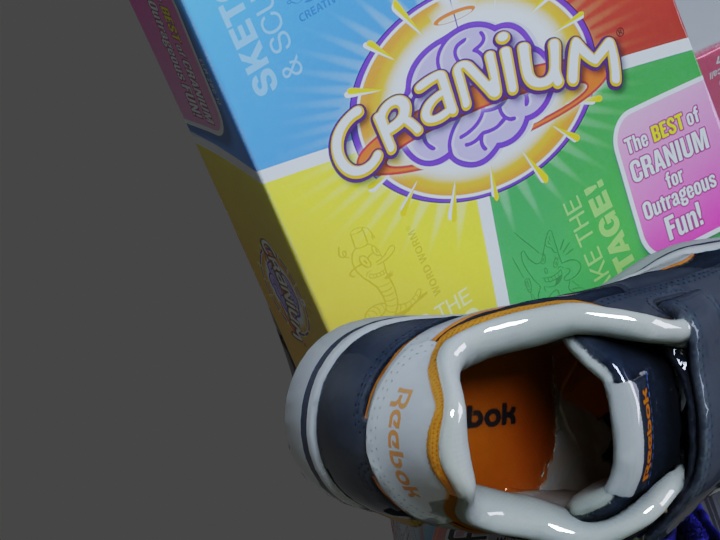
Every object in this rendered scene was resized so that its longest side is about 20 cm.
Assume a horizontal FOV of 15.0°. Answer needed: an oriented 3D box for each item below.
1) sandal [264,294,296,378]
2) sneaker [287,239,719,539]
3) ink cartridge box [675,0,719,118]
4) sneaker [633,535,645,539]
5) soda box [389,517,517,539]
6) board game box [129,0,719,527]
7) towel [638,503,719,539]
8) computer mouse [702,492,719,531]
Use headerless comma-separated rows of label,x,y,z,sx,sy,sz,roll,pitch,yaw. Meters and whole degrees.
sandal,0.000,-0.001,0.942,0.201,0.057,0.080,-55,128,-79
sneaker,0.084,0.038,0.797,0.079,0.200,0.079,10,-71,60
ink cartridge box,0.103,-0.005,1.118,0.085,0.145,0.200,32,-44,46
sneaker,0.075,0.117,0.805,0.200,0.067,0.090,37,23,-59
soda box,0.057,0.052,0.986,0.200,0.068,0.064,102,-19,-54
board game box,0.029,-0.047,0.829,0.040,0.153,0.200,16,-45,60
towel,0.100,0.185,1.029,0.148,0.049,0.200,-41,141,-83
computer mouse,0.113,0.139,1.222,0.053,0.200,0.139,13,-53,54
